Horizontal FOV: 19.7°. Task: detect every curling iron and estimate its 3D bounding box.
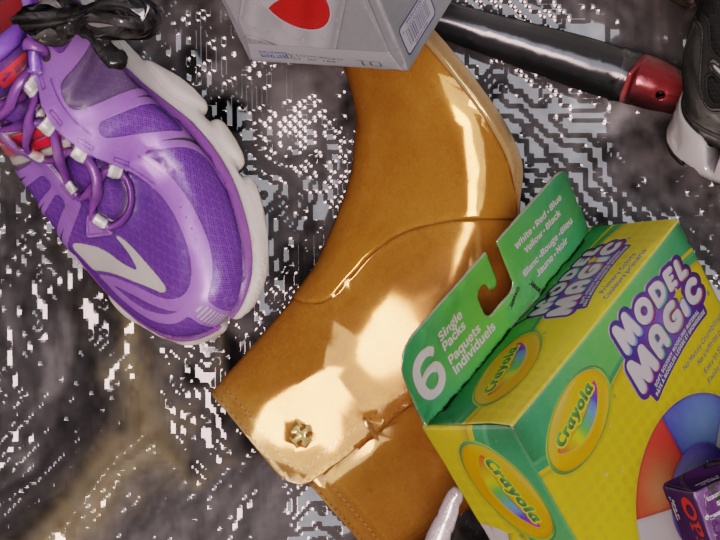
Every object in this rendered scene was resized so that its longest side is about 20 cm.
[{"bbox_3d":[0.108,-0.064,0.809,0.200,0.026,0.050,25,84,-4],"label":"curling iron"}]

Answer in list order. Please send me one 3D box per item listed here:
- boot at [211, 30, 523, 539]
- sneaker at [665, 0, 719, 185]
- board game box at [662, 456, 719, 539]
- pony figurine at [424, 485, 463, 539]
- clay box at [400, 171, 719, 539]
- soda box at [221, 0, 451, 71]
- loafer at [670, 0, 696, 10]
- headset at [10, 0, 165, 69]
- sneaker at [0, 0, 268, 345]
[{"bbox_3d":[0.000,0.000,0.777,0.144,0.071,0.201,-35,97,-5],"label":"boot"},{"bbox_3d":[0.194,-0.055,0.714,0.200,0.091,0.066,21,49,31],"label":"sneaker"},{"bbox_3d":[0.208,0.088,0.688,0.200,0.032,0.120,-23,100,-15],"label":"board game box"},{"bbox_3d":[-0.029,0.185,0.745,0.199,0.167,0.194,-9,83,10],"label":"pony figurine"},{"bbox_3d":[0.100,0.074,0.742,0.115,0.048,0.200,-48,119,-33],"label":"clay box"},{"bbox_3d":[0.021,-0.160,0.730,0.068,0.064,0.200,7,51,32],"label":"soda box"},{"bbox_3d":[0.110,-0.130,0.780,0.199,0.071,0.073,15,53,15],"label":"loafer"},{"bbox_3d":[-0.052,-0.152,0.736,0.200,0.094,0.124,-53,128,-25],"label":"headset"},{"bbox_3d":[-0.113,-0.056,0.753,0.081,0.083,0.200,-36,89,21],"label":"sneaker"}]
